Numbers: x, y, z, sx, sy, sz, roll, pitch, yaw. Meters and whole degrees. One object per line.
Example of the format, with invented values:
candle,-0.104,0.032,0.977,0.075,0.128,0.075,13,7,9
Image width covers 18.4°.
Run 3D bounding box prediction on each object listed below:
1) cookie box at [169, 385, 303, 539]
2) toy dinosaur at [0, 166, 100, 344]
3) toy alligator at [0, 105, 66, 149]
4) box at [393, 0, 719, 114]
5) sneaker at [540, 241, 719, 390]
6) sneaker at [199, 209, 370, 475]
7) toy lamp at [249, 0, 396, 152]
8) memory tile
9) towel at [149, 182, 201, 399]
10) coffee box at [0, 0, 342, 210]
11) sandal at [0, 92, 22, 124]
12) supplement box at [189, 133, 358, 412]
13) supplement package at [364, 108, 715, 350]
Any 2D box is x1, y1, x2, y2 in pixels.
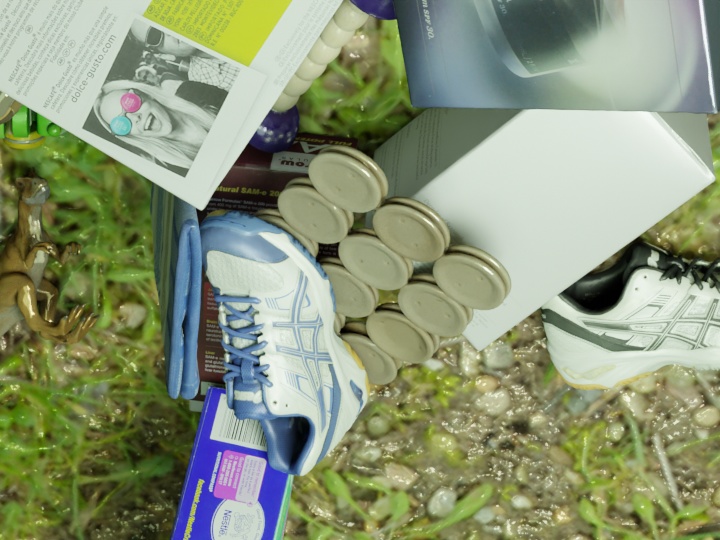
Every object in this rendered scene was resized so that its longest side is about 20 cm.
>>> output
cookie box,-0.097,0.209,1.568,0.074,0.172,0.201,12,143,0
toy dinosaur,-0.244,0.018,1.578,0.106,0.060,0.201,35,114,12
toy alligator,-0.221,-0.108,1.492,0.198,0.054,0.060,5,121,2
box,0.120,-0.201,1.246,0.197,0.123,0.202,3,117,31
sneaker,0.218,0.019,1.517,0.198,0.076,0.088,-16,118,13
sneaker,-0.057,0.052,1.453,0.075,0.088,0.201,4,137,38
toy lamp,-0.018,-0.150,1.417,0.058,0.058,0.200,31,135,-13
memory tile,0.000,0.000,1.434,0.153,0.017,0.200,37,146,-9
towel,-0.117,-0.032,1.438,0.024,0.201,0.148,0,127,-9
coffee box,-0.117,-0.204,1.344,0.197,0.200,0.201,30,119,-13
sandal,-0.308,-0.127,1.456,0.198,0.054,0.081,1,84,28
supplement box,-0.061,0.004,1.541,0.108,0.061,0.202,6,121,2
supplement package,0.116,-0.069,1.448,0.200,0.122,0.120,-37,111,24
